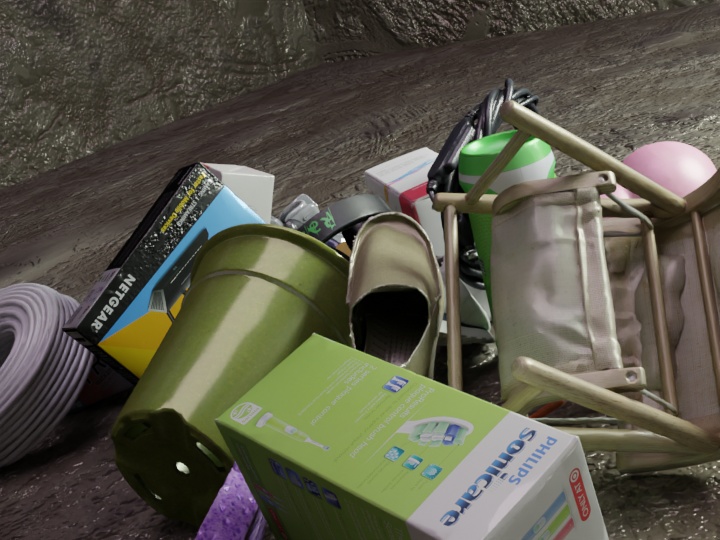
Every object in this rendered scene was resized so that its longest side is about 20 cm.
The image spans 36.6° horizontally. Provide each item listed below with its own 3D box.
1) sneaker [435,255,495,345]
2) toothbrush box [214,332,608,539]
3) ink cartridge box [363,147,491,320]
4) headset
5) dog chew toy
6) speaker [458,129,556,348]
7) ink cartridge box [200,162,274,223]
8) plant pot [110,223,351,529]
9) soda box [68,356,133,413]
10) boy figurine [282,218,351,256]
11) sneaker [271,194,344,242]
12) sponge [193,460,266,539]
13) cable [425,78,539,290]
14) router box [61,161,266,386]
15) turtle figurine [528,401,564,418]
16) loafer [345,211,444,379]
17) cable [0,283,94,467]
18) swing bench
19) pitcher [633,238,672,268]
[{"bbox_3d":[0.072,0.027,0.974,0.076,0.081,0.200,-9,-12,17],"label":"sneaker"},{"bbox_3d":[0.032,0.136,0.586,0.086,0.147,0.199,-39,34,-27],"label":"toothbrush box"},{"bbox_3d":[0.082,-0.038,1.147,0.085,0.149,0.200,-21,19,-6],"label":"ink cartridge box"},{"bbox_3d":[0.000,0.000,0.978,0.123,0.094,0.200,-43,-21,12],"label":"headset"},{"bbox_3d":[0.263,-0.049,1.095,0.198,0.126,0.125,-22,16,5],"label":"dog chew toy"},{"bbox_3d":[0.141,-0.014,0.935,0.087,0.202,0.089,-13,17,4],"label":"speaker"},{"bbox_3d":[-0.155,-0.019,1.268,0.067,0.202,0.116,3,10,-23],"label":"ink cartridge box"},{"bbox_3d":[-0.096,0.099,0.863,0.198,0.201,0.190,-4,33,31],"label":"plant pot"},{"bbox_3d":[-0.233,0.078,1.142,0.198,0.064,0.068,-24,14,15],"label":"soda box"},{"bbox_3d":[-0.016,0.012,1.176,0.199,0.064,0.125,25,83,43],"label":"boy figurine"},{"bbox_3d":[-0.025,-0.038,1.300,0.198,0.116,0.075,-17,17,-6],"label":"sneaker"},{"bbox_3d":[-0.088,0.190,0.648,0.030,0.113,0.200,17,22,3],"label":"sponge"},{"bbox_3d":[0.138,-0.082,1.022,0.050,0.164,0.201,-3,46,43],"label":"cable"},{"bbox_3d":[-0.165,0.020,1.044,0.051,0.149,0.201,-7,46,57],"label":"router box"},{"bbox_3d":[0.057,0.131,0.782,0.198,0.065,0.161,-14,17,5],"label":"turtle figurine"},{"bbox_3d":[0.027,0.026,0.795,0.075,0.069,0.201,-2,49,1],"label":"loafer"},{"bbox_3d":[-0.357,0.101,1.090,0.199,0.069,0.201,-31,40,15],"label":"cable"},{"bbox_3d":[0.164,0.020,0.742,0.198,0.201,0.130,11,-31,-17],"label":"swing bench"},{"bbox_3d":[0.282,0.006,0.917,0.170,0.123,0.200,-3,7,12],"label":"pitcher"}]
